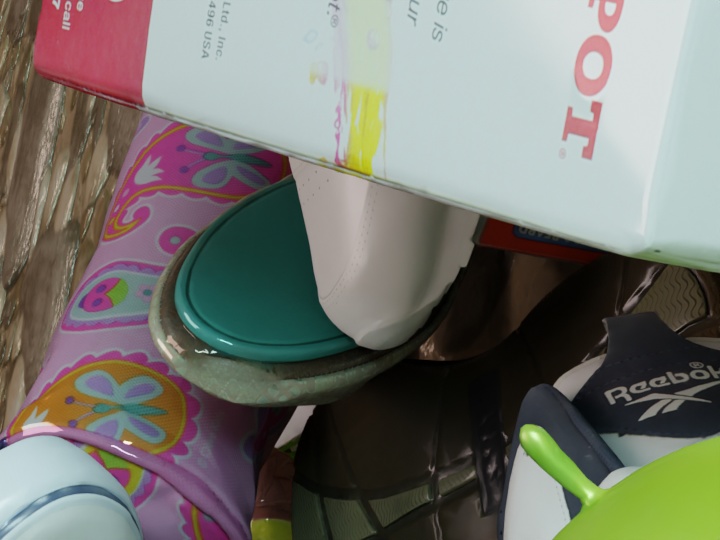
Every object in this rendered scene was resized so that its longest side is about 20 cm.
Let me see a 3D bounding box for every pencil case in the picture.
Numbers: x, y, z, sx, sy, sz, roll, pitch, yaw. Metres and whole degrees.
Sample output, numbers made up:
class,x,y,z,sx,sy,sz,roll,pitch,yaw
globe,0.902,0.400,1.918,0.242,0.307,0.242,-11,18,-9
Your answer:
class,x,y,z,sx,sy,sz,roll,pitch,yaw
pencil case,-0.047,0.006,0.869,0.087,0.087,0.200,-53,13,53

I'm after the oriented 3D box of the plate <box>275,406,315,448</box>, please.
class,x,y,z,sx,sy,sz,roll,pitch,yaw
plate,-0.038,-0.023,1.040,0.200,0.032,0.200,146,139,-66

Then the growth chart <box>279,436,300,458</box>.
class,x,y,z,sx,sy,sz,roll,pitch,yaw
growth chart,-0.026,0.077,1.015,0.200,0.018,0.145,149,128,-67

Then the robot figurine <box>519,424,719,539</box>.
class,x,y,z,sx,sy,sz,roll,pitch,yaw
robot figurine,0.084,0.115,0.464,0.116,0.175,0.201,-141,39,-87

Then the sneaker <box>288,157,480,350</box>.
class,x,y,z,sx,sy,sz,roll,pitch,yaw
sneaker,-0.005,-0.077,0.747,0.076,0.080,0.201,143,132,-61

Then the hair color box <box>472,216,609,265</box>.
class,x,y,z,sx,sy,sz,roll,pitch,yaw
hair color box,0.075,-0.113,0.753,0.111,0.064,0.200,-113,40,-57

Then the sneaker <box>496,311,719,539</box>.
class,x,y,z,sx,sy,sz,roll,pitch,yaw
sneaker,0.079,0.055,0.619,0.199,0.079,0.130,114,151,-61

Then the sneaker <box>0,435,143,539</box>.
class,x,y,z,sx,sy,sz,roll,pitch,yaw
sneaker,-0.076,0.123,0.787,0.071,0.073,0.200,44,154,31

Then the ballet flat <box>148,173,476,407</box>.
class,x,y,z,sx,sy,sz,roll,pitch,yaw
ballet flat,0.000,0.000,0.808,0.200,0.067,0.062,-42,-20,-51

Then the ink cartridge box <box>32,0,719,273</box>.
class,x,y,z,sx,sy,sz,roll,pitch,yaw
ink cartridge box,0.054,-0.084,0.581,0.200,0.144,0.146,21,101,50

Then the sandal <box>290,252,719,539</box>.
class,x,y,z,sx,sy,sz,roll,pitch,yaw
sandal,0.045,0.051,0.776,0.200,0.054,0.082,-36,48,45

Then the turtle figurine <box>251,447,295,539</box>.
class,x,y,z,sx,sy,sz,roll,pitch,yaw
turtle figurine,-0.040,0.138,0.908,0.200,0.064,0.162,-50,35,46
